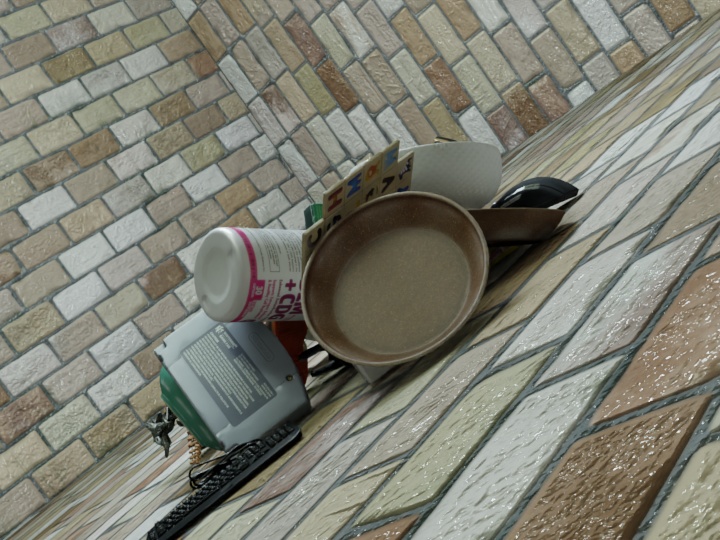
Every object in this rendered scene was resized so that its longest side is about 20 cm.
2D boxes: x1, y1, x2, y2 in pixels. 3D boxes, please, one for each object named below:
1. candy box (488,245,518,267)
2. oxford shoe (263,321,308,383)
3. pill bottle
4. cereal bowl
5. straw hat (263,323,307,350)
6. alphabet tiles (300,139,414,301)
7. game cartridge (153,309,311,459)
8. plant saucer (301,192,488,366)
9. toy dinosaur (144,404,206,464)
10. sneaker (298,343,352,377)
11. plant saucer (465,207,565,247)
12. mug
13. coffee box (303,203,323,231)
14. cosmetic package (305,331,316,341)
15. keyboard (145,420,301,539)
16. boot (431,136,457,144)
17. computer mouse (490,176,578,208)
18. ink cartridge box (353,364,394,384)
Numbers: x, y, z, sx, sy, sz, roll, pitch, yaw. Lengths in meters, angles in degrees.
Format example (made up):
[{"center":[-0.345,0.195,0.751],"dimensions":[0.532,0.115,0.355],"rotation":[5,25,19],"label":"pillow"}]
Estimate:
[{"center":[0.157,-0.020,1.407],"dimensions":[0.102,0.027,0.200],"rotation":[-33,2,-16],"label":"candy box"},{"center":[-0.111,0.074,1.436],"dimensions":[0.071,0.202,0.072],"rotation":[-9,25,-41],"label":"oxford shoe"},{"center":[-0.095,0.006,1.309],"dimensions":[0.199,0.114,0.113],"rotation":[0,-22,-40],"label":"pill bottle"},{"center":[0.087,-0.099,1.353],"dimensions":[0.198,0.084,0.200],"rotation":[-9,-8,-1],"label":"cereal bowl"},{"center":[-0.172,0.167,1.645],"dimensions":[0.200,0.200,0.086],"rotation":[-34,47,39],"label":"straw hat"},{"center":[-0.002,-0.051,1.196],"dimensions":[0.200,0.006,0.168],"rotation":[-40,-32,-38],"label":"alphabet tiles"},{"center":[-0.152,0.128,1.291],"dimensions":[0.133,0.200,0.042],"rotation":[-34,-33,-14],"label":"game cartridge"},{"center":[0.038,0.013,1.073],"dimensions":[0.200,0.201,0.037],"rotation":[-36,-38,0],"label":"plant saucer"},{"center":[-0.257,0.203,1.561],"dimensions":[0.201,0.101,0.136],"rotation":[-74,8,-55],"label":"toy dinosaur"},{"center":[0.009,0.069,1.393],"dimensions":[0.199,0.060,0.104],"rotation":[-40,8,-9],"label":"sneaker"},{"center":[0.140,-0.047,1.235],"dimensions":[0.198,0.037,0.200],"rotation":[-2,-3,0],"label":"plant saucer"},{"center":[-0.190,0.160,1.378],"dimensions":[0.114,0.152,0.185],"rotation":[-40,3,-13],"label":"mug"},{"center":[0.021,-0.038,1.559],"dimensions":[0.198,0.124,0.044],"rotation":[-4,-14,-24],"label":"coffee box"},{"center":[-0.049,0.065,1.572],"dimensions":[0.200,0.102,0.074],"rotation":[175,104,-87],"label":"cosmetic package"},{"center":[-0.156,0.222,1.147],"dimensions":[0.199,0.040,0.104],"rotation":[-36,4,-13],"label":"keyboard"},{"center":[0.097,-0.072,1.484],"dimensions":[0.077,0.202,0.138],"rotation":[18,39,42],"label":"boot"},{"center":[0.183,-0.081,1.405],"dimensions":[0.199,0.046,0.140],"rotation":[-23,-2,41],"label":"computer mouse"},{"center":[0.038,0.046,1.211],"dimensions":[0.145,0.085,0.200],"rotation":[-36,1,-1],"label":"ink cartridge box"}]
